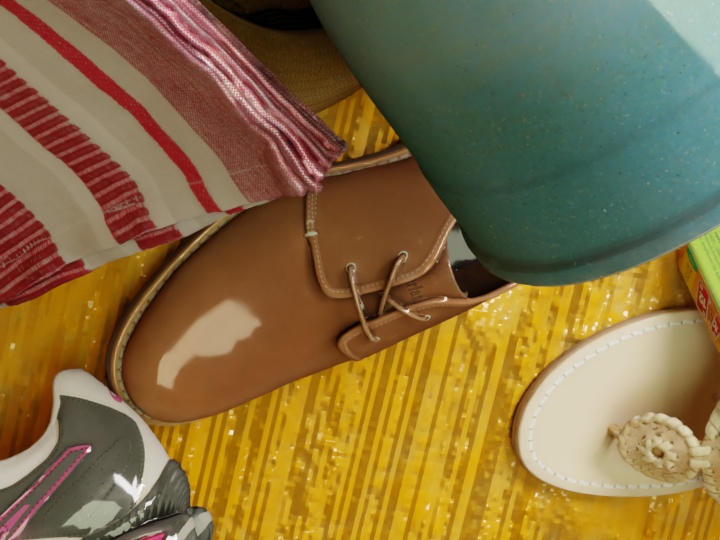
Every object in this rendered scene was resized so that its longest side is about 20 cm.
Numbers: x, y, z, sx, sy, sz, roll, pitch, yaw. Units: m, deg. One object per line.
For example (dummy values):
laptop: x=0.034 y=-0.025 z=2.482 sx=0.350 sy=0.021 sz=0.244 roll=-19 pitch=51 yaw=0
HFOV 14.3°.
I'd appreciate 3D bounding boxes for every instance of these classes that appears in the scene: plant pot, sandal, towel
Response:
plant pot: x=0.055 y=-0.131 z=0.866 sx=0.200 sy=0.200 sz=0.188 roll=-43 pitch=113 yaw=-1
sandal: x=0.170 y=0.059 z=1.111 sx=0.211 sy=0.070 sz=0.078 roll=-3 pitch=109 yaw=-18
towel: x=-0.118 y=-0.052 z=0.920 sx=0.144 sy=0.200 sz=0.023 roll=42 pitch=52 yaw=-25

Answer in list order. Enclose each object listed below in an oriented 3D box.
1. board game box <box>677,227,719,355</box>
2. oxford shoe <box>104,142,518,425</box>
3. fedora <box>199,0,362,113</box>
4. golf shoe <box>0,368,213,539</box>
board game box: x=0.232 y=0.007 z=1.105 sx=0.200 sy=0.096 sz=0.030 roll=-15 pitch=150 yaw=-12
oxford shoe: x=0.000 y=0.000 z=1.033 sx=0.200 sy=0.071 sz=0.071 roll=-30 pitch=117 yaw=-6
fedora: x=-0.047 y=-0.146 z=0.946 sx=0.200 sy=0.082 sz=0.201 roll=-12 pitch=109 yaw=-39
golf shoe: x=-0.152 y=0.117 z=1.030 sx=0.200 sy=0.077 sz=0.088 roll=-32 pitch=88 yaw=-2
